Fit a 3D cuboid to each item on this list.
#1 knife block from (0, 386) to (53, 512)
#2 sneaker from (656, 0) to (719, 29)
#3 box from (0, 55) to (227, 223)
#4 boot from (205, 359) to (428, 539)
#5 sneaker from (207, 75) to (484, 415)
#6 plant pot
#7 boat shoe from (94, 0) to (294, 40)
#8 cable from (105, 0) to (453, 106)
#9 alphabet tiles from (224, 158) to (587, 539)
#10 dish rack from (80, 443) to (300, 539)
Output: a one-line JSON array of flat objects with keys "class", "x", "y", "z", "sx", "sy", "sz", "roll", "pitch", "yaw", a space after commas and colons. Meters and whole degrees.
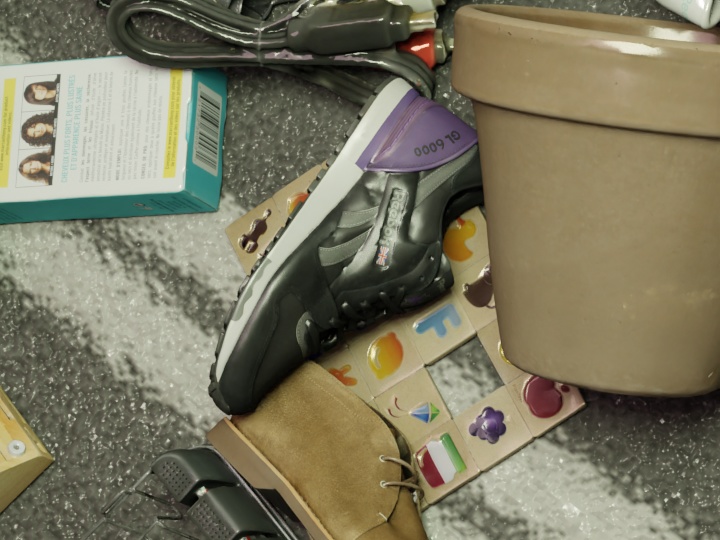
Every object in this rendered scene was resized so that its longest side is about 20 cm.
[{"class": "knife block", "x": -0.283, "y": 0.162, "z": 1.576, "sx": 0.199, "sy": 0.176, "sz": 0.064, "roll": -23, "pitch": 61, "yaw": -33}, {"class": "sneaker", "x": 0.231, "y": -0.189, "z": 1.409, "sx": 0.200, "sy": 0.075, "sz": 0.089, "roll": -36, "pitch": 52, "yaw": -2}, {"class": "box", "x": -0.176, "y": -0.072, "z": 1.586, "sx": 0.199, "sy": 0.049, "sz": 0.083, "roll": -2, "pitch": 76, "yaw": 23}, {"class": "boot", "x": 0.008, "y": 0.122, "z": 1.445, "sx": 0.075, "sy": 0.074, "sz": 0.200, "roll": -45, "pitch": 62, "yaw": -4}, {"class": "sneaker", "x": 0.000, "y": 0.000, "z": 1.460, "sx": 0.087, "sy": 0.076, "sz": 0.201, "roll": 32, "pitch": 80, "yaw": 8}, {"class": "plant pot", "x": 0.134, "y": -0.035, "z": 1.385, "sx": 0.199, "sy": 0.200, "sz": 0.176, "roll": 11, "pitch": 100, "yaw": 25}, {"class": "boat shoe", "x": -0.064, "y": -0.162, "z": 1.556, "sx": 0.199, "sy": 0.070, "sz": 0.067, "roll": -8, "pitch": 72, "yaw": 13}, {"class": "cable", "x": -0.034, "y": -0.129, "z": 1.520, "sx": 0.199, "sy": 0.098, "sz": 0.050, "roll": -2, "pitch": 39, "yaw": 16}, {"class": "alphabet tiles", "x": 0.007, "y": 0.033, "z": 1.506, "sx": 0.167, "sy": 0.008, "sz": 0.201, "roll": -33, "pitch": 66, "yaw": 13}, {"class": "dish rack", "x": -0.114, "y": 0.205, "z": 1.490, "sx": 0.200, "sy": 0.055, "sz": 0.154, "roll": -46, "pitch": 64, "yaw": 9}]
